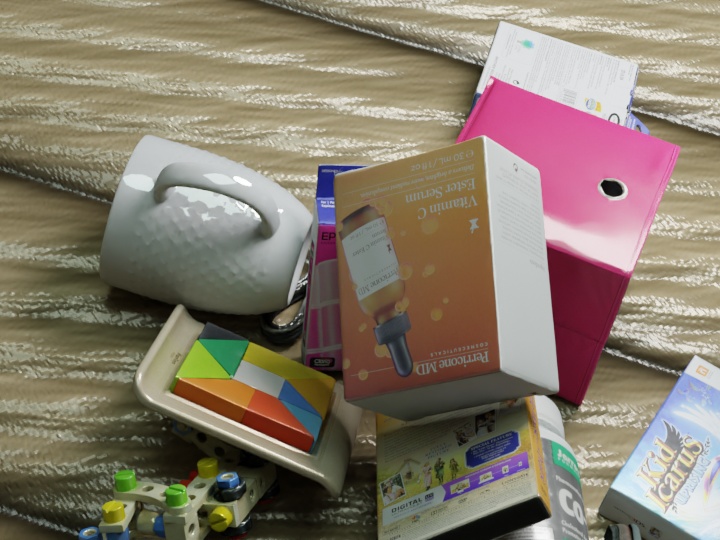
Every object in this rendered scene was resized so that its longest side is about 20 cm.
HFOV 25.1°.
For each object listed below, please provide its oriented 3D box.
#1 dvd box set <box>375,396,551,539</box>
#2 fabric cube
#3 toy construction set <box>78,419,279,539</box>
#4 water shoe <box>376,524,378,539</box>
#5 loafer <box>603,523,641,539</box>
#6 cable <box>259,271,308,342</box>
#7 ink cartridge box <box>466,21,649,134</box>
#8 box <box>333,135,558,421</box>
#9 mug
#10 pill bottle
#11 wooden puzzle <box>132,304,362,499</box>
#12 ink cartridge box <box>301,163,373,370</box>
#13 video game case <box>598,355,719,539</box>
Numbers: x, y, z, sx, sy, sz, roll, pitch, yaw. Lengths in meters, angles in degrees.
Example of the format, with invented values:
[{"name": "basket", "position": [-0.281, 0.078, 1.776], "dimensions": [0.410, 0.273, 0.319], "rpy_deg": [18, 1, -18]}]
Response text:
[{"name": "dvd box set", "position": [0.081, 0.155, 1.359], "dimensions": [0.146, 0.029, 0.200], "rpy_deg": [-24, 31, 15]}, {"name": "fabric cube", "position": [0.169, -0.031, 1.557], "dimensions": [0.198, 0.201, 0.197], "rpy_deg": [22, 48, 9]}, {"name": "toy construction set", "position": [-0.147, 0.180, 1.377], "dimensions": [0.130, 0.093, 0.200], "rpy_deg": [-1, 35, 21]}, {"name": "water shoe", "position": [0.035, 0.257, 1.335], "dimensions": [0.079, 0.071, 0.201], "rpy_deg": [26, 38, -36]}, {"name": "loafer", "position": [0.202, 0.296, 1.359], "dimensions": [0.063, 0.072, 0.201], "rpy_deg": [9, 49, 2]}, {"name": "cable", "position": [-0.032, -0.006, 1.591], "dimensions": [0.200, 0.051, 0.097], "rpy_deg": [-30, 56, -33]}, {"name": "ink cartridge box", "position": [0.227, -0.182, 1.793], "dimensions": [0.199, 0.077, 0.137], "rpy_deg": [17, 47, 5]}, {"name": "box", "position": [0.070, 0.010, 1.352], "dimensions": [0.152, 0.106, 0.201], "rpy_deg": [-14, 69, 29]}, {"name": "mug", "position": [-0.136, -0.043, 1.500], "dimensions": [0.174, 0.200, 0.148], "rpy_deg": [17, 66, 2]}, {"name": "pill bottle", "position": [0.136, 0.206, 1.389], "dimensions": [0.112, 0.113, 0.201], "rpy_deg": [6, 44, -8]}, {"name": "wooden puzzle", "position": [-0.090, 0.105, 1.414], "dimensions": [0.199, 0.037, 0.185], "rpy_deg": [28, 20, -4]}, {"name": "ink cartridge box", "position": [0.000, 0.000, 1.492], "dimensions": [0.094, 0.201, 0.037], "rpy_deg": [1, 25, -10]}, {"name": "video game case", "position": [0.345, 0.194, 1.500], "dimensions": [0.181, 0.046, 0.200], "rpy_deg": [29, 49, 15]}]
